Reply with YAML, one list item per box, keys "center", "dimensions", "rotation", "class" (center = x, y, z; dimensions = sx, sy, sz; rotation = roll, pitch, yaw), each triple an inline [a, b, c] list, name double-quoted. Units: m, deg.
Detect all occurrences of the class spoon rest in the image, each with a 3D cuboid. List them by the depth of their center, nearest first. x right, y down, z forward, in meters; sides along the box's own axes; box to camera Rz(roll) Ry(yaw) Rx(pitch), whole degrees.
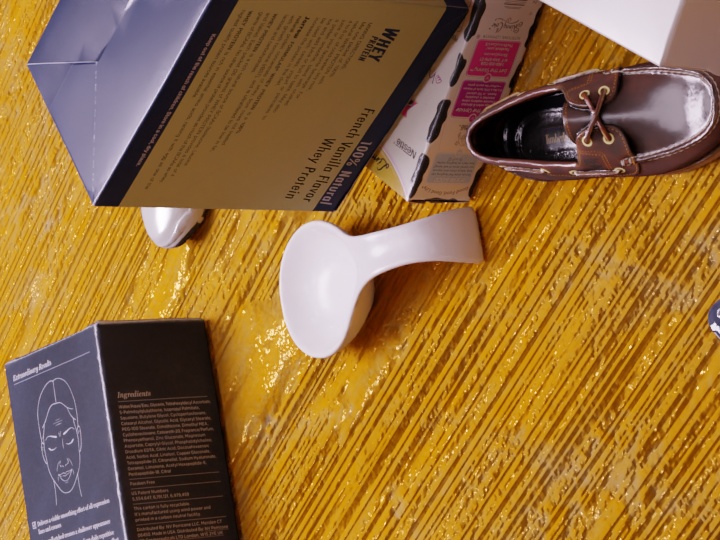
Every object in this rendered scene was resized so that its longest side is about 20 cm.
- center: [0.000, 0.000, 1.618]
  dimensions: [0.200, 0.061, 0.100]
  rotation: [-24, 72, 48]
  class: "spoon rest"

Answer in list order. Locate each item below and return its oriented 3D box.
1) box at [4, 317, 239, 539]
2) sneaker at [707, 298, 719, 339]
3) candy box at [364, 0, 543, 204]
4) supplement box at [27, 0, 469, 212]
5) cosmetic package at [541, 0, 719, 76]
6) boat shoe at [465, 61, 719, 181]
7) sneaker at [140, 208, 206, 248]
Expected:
- center: [-0.191, 0.152, 1.820]
  dimensions: [0.148, 0.107, 0.201]
  rotation: [-22, 75, 50]
  class: "box"
- center: [0.248, -0.025, 1.303]
  dimensions: [0.108, 0.070, 0.201]
  rotation: [-18, 79, 48]
  class: "sneaker"
- center: [0.047, -0.164, 1.558]
  dimensions: [0.136, 0.061, 0.200]
  rotation: [41, 122, 42]
  class: "candy box"
- center: [-0.076, -0.154, 1.502]
  dimensions: [0.200, 0.199, 0.134]
  rotation: [-55, 50, 36]
  class: "supplement box"
- center: [0.163, -0.191, 1.377]
  dimensions: [0.200, 0.107, 0.085]
  rotation: [34, 116, 44]
  class: "cosmetic package"
- center: [0.150, -0.090, 1.425]
  dimensions: [0.200, 0.070, 0.071]
  rotation: [-13, 80, 49]
  class: "boat shoe"
- center: [-0.188, -0.118, 1.794]
  dimensions: [0.079, 0.129, 0.200]
  rotation: [10, 98, 51]
  class: "sneaker"
